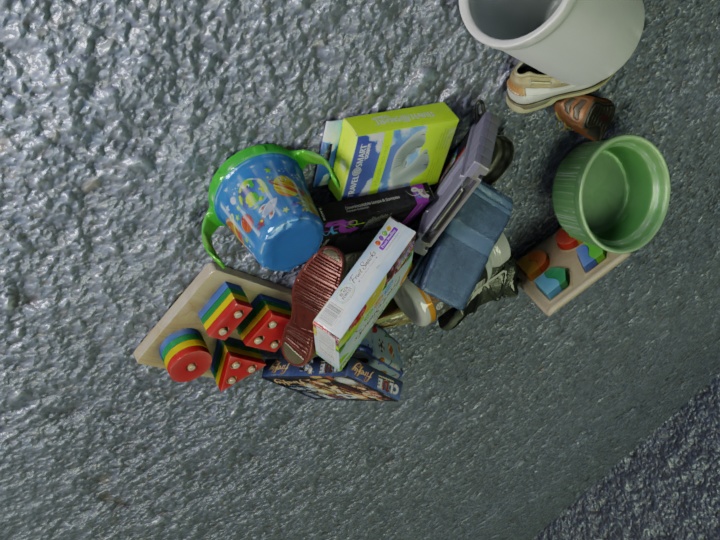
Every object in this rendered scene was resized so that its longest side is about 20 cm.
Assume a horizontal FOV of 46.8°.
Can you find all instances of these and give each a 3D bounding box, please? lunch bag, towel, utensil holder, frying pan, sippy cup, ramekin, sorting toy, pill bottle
[{"bbox_3d":[-0.021,0.155,1.468,0.159,0.076,0.200,-16,149,21],"label":"lunch bag"},{"bbox_3d":[0.162,-0.044,1.321,0.111,0.048,0.202,28,86,-30],"label":"towel"},{"bbox_3d":[0.249,-0.341,1.064,0.199,0.170,0.170,8,127,-49],"label":"utensil holder"},{"bbox_3d":[0.175,-0.186,1.300,0.115,0.031,0.190,-41,142,10],"label":"frying pan"},{"bbox_3d":[-0.115,-0.074,1.098,0.139,0.131,0.179,4,129,-43],"label":"sippy cup"},{"bbox_3d":[0.431,-0.135,1.449,0.198,0.098,0.203,-4,100,-24],"label":"ramekin"},{"bbox_3d":[0.377,-0.020,1.548,0.184,0.200,0.037,-37,118,3],"label":"sorting toy"},{"bbox_3d":[0.150,-0.004,1.412,0.199,0.116,0.117,-35,147,-14],"label":"pill bottle"},{"bbox_3d":[-0.208,0.103,1.284,0.199,0.070,0.199,-47,144,16],"label":"sorting toy"}]

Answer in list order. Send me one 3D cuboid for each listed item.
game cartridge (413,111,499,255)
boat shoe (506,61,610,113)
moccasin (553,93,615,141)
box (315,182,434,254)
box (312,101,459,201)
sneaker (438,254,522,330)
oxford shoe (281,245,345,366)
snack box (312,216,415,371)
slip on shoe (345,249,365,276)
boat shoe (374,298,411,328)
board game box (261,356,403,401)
[{"bbox_3d":[0.138,-0.129,1.235,0.038,0.130,0.200,23,136,-11],"label":"game cartridge"},{"bbox_3d":[0.309,-0.302,1.236,0.199,0.075,0.069,-28,148,-12],"label":"boat shoe"},{"bbox_3d":[0.357,-0.251,1.342,0.201,0.077,0.074,-13,128,-58],"label":"moccasin"},{"bbox_3d":[-0.004,-0.068,1.244,0.198,0.036,0.143,-15,162,-28],"label":"box"},{"bbox_3d":[0.037,-0.168,1.190,0.198,0.048,0.123,-15,141,-29],"label":"box"},{"bbox_3d":[0.230,0.045,1.562,0.113,0.076,0.200,21,116,-24],"label":"sneaker"},{"bbox_3d":[-0.063,0.047,1.268,0.075,0.070,0.202,-22,140,-58],"label":"oxford shoe"},{"bbox_3d":[0.006,0.037,1.233,0.201,0.053,0.143,-53,167,-20],"label":"snack box"},{"bbox_3d":[0.000,0.000,1.353,0.199,0.074,0.061,-35,-178,-12],"label":"slip on shoe"},{"bbox_3d":[0.081,0.059,1.485,0.198,0.074,0.063,-11,150,-13],"label":"boat shoe"},{"bbox_3d":[-0.048,0.180,1.373,0.199,0.035,0.135,-8,152,43],"label":"board game box"}]
